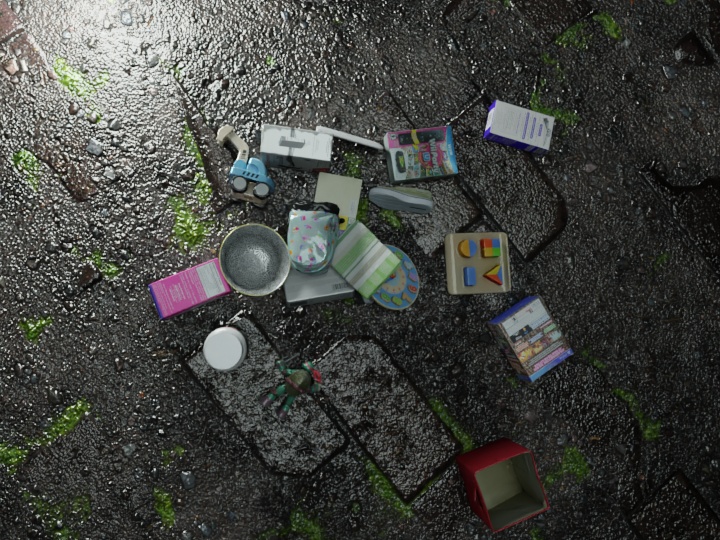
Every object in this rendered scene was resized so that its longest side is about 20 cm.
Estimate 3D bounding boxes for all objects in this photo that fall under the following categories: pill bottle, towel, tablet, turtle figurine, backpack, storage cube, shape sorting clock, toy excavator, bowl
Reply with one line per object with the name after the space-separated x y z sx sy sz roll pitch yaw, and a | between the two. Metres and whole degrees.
-0.358 0.208 1.528 0.113 0.200 0.115 1 85 -9 | pill bottle
0.004 -0.031 1.612 0.149 0.031 0.200 -46 64 1 | towel
-0.032 -0.389 1.668 0.198 0.130 0.014 14 106 -7 | tablet
-0.186 0.312 1.602 0.150 0.101 0.200 42 86 -3 | turtle figurine
-0.139 -0.089 1.592 0.165 0.127 0.202 2 79 10 | backpack
0.394 0.599 1.621 0.198 0.180 0.173 -18 88 -9 | storage cube
0.090 0.017 1.659 0.198 0.039 0.202 12 63 -24 | shape sorting clock
-0.332 -0.299 1.639 0.193 0.100 0.202 15 70 -9 | toy excavator
-0.303 -0.020 1.600 0.199 0.094 0.203 6 76 -22 | bowl

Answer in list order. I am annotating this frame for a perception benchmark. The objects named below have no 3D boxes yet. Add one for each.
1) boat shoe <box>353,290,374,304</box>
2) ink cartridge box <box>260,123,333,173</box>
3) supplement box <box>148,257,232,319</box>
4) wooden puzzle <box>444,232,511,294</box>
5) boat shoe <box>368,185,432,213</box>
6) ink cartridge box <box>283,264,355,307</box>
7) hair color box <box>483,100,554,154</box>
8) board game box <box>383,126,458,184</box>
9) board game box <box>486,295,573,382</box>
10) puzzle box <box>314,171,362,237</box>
0.000 0.000 1.671 0.056 0.068 0.202 -9 82 30 | boat shoe
-0.184 -0.345 1.629 0.198 0.144 0.085 7 85 -8 | ink cartridge box
-0.464 0.052 1.575 0.198 0.101 0.104 -21 88 -10 | supplement box
0.360 -0.024 1.736 0.198 0.046 0.187 -2 86 -9 | wooden puzzle
0.121 -0.220 1.714 0.198 0.072 0.063 12 59 -11 | boat shoe
-0.130 0.007 1.661 0.198 0.044 0.175 -9 62 -9 | ink cartridge box
0.495 -0.445 1.784 0.198 0.065 0.110 15 83 -5 | hair color box
0.181 -0.347 1.720 0.198 0.064 0.149 -8 87 -10 | board game box
0.506 0.203 1.713 0.159 0.097 0.201 -31 90 -10 | board game box
-0.075 -0.181 1.687 0.132 0.025 0.202 11 84 -2 | puzzle box
